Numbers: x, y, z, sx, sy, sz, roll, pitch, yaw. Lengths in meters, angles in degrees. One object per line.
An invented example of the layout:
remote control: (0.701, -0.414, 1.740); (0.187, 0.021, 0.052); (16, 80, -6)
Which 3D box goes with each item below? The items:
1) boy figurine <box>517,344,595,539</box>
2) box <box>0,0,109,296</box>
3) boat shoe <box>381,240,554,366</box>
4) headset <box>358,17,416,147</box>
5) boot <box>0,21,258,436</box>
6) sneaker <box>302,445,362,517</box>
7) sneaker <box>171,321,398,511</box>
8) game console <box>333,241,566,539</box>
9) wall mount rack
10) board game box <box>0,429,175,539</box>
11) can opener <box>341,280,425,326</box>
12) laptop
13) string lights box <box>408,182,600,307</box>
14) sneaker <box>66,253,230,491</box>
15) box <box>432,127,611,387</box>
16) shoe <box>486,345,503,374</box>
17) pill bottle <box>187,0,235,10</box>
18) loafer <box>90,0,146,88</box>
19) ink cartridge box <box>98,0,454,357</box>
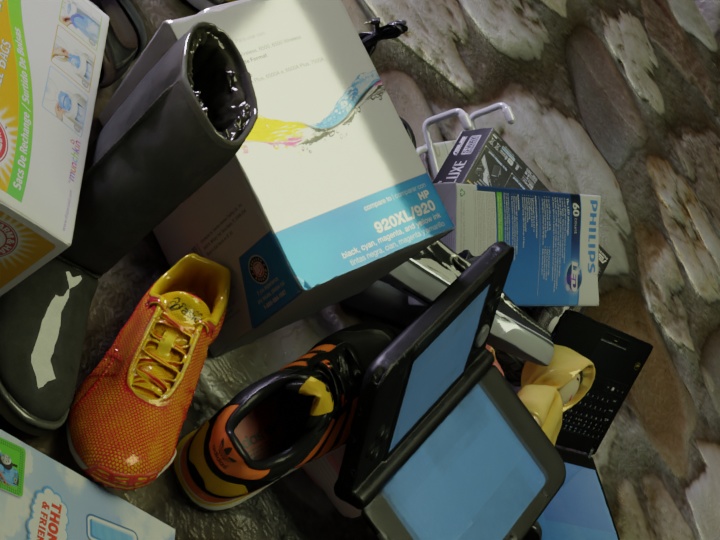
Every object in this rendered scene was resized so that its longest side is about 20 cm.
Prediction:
boy figurine: (0.151, 0.152, 1.176); (0.125, 0.064, 0.201); (78, 29, -45)
box: (-0.227, -0.086, 0.797); (0.101, 0.112, 0.201); (36, 37, -35)
boat shoe: (0.078, 0.009, 1.084); (0.199, 0.057, 0.069); (31, -8, -15)
headset: (0.007, -0.129, 1.232); (0.123, 0.093, 0.202); (29, 52, -44)
boot: (-0.137, -0.023, 0.788); (0.072, 0.199, 0.183); (28, 41, -47)
sneaker: (0.026, 0.117, 1.045); (0.105, 0.075, 0.200); (57, 39, 0)
sneaker: (-0.029, 0.088, 0.908); (0.199, 0.090, 0.070); (-31, 86, -36)
game console: (0.082, 0.108, 0.963); (0.116, 0.177, 0.200); (28, 39, 18)
wall mount rack: (0.130, -0.080, 1.408); (0.199, 0.074, 0.176); (-18, 93, -60)
board game box: (-0.184, 0.163, 0.712); (0.200, 0.036, 0.152); (39, 34, -35)
can opener: (0.000, 0.000, 1.138); (0.199, 0.066, 0.053); (28, 39, -51)
laptop: (0.223, 0.162, 1.296); (0.103, 0.201, 0.177); (33, 8, 39)
string lights box: (0.131, -0.020, 1.208); (0.199, 0.059, 0.104); (2, 89, -44)
sneaker: (-0.129, 0.055, 0.845); (0.072, 0.078, 0.201); (22, 33, -8)
box: (0.135, -0.009, 1.294); (0.200, 0.050, 0.159); (42, 66, -28)
shoe: (0.073, 0.097, 1.132); (0.200, 0.071, 0.092); (-42, 118, -66)
pill bottle: (-0.077, -0.313, 1.158); (0.112, 0.199, 0.113); (38, 35, -33)
loafer: (-0.228, -0.214, 0.963); (0.200, 0.071, 0.063); (49, 34, -25)
ink cartridge box: (-0.063, -0.073, 0.966); (0.144, 0.147, 0.202); (-23, 83, -35)
